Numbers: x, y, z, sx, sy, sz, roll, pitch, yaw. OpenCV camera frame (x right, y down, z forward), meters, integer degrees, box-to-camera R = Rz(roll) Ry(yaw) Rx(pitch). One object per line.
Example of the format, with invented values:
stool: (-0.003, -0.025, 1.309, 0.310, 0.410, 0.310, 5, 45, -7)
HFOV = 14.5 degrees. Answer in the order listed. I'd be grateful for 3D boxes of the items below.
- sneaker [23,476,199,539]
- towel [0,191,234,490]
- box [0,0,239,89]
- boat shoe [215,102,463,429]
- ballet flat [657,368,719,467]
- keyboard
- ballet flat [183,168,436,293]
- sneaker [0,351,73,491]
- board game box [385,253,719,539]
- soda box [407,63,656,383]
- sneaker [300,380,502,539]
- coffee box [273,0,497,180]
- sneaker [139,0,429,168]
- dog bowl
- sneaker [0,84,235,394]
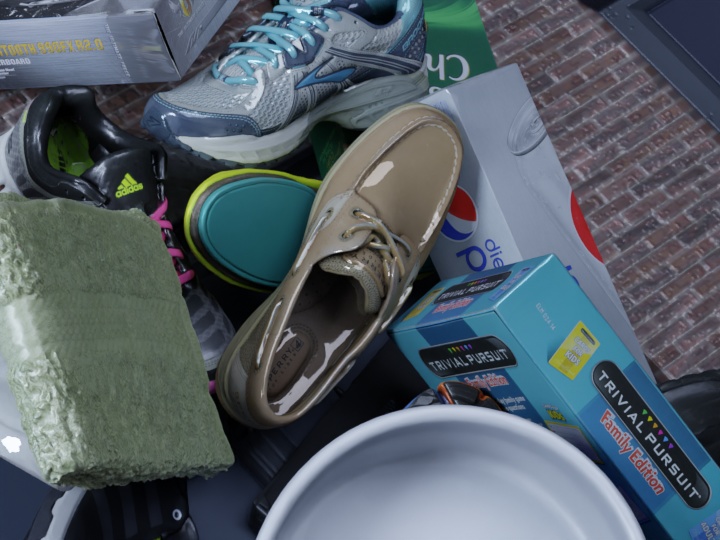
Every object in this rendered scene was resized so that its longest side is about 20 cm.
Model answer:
sneaker: (-0.120, 0.129, 1.426, 0.083, 0.072, 0.200, 27, 49, -3)
towel: (-0.126, 0.036, 1.365, 0.149, 0.036, 0.200, 70, 17, 8)
box: (-0.134, -0.178, 1.606, 0.158, 0.048, 0.200, -1, 37, 29)
boat shoe: (0.000, 0.000, 1.494, 0.071, 0.064, 0.200, 34, 79, -18)
ballet flat: (0.220, 0.082, 1.633, 0.199, 0.057, 0.067, -12, 105, -29)
keyboard: (-0.001, 0.079, 1.551, 0.127, 0.021, 0.200, 40, 48, 2)
ballet flat: (-0.034, -0.023, 1.567, 0.200, 0.067, 0.067, 3, 8, -43)
sneaker: (-0.168, 0.033, 1.411, 0.075, 0.089, 0.200, 32, 11, -31)
board game box: (0.115, 0.089, 1.461, 0.047, 0.151, 0.200, -41, 99, -19)
soda box: (0.087, -0.009, 1.574, 0.068, 0.063, 0.201, -22, 88, -47)
sneaker: (0.004, 0.149, 1.450, 0.075, 0.078, 0.200, 42, 76, 7)
coffee box: (0.020, -0.126, 1.701, 0.122, 0.044, 0.201, 1, 54, -22)
sneaker: (-0.042, -0.119, 1.570, 0.077, 0.087, 0.200, 29, 35, 36)
dog bowl: (0.041, 0.170, 1.367, 0.199, 0.079, 0.201, 1, 75, -5)
sneaker: (-0.130, -0.021, 1.526, 0.074, 0.088, 0.200, -22, 65, -34)
